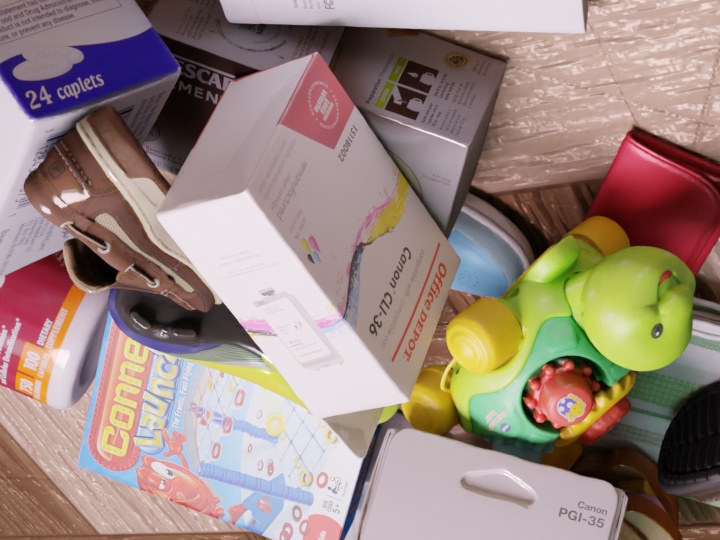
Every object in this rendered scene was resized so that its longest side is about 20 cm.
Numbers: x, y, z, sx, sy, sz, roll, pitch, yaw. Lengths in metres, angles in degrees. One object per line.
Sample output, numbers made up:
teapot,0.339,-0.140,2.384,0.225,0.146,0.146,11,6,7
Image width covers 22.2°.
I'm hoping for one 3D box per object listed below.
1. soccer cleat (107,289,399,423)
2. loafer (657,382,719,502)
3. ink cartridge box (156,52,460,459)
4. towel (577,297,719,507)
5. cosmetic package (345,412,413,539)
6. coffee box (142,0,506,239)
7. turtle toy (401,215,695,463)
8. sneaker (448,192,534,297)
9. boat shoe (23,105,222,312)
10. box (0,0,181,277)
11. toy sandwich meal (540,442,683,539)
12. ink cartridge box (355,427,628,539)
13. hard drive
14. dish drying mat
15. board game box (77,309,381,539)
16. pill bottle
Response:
soccer cleat,-0.066,0.044,1.181,0.200,0.065,0.084,22,173,-11
loafer,0.264,0.102,1.097,0.071,0.073,0.200,36,141,-27
ink cartridge box,-0.013,-0.003,1.008,0.067,0.117,0.200,-13,127,34
towel,0.223,0.087,1.183,0.149,0.031,0.200,16,145,1
cosmetic package,-0.044,0.142,1.369,0.199,0.074,0.102,13,140,13
coffee box,-0.029,-0.094,1.072,0.199,0.080,0.115,21,140,5
turtle toy,0.120,0.043,1.061,0.101,0.146,0.200,47,144,11
sneaker,0.000,0.000,1.127,0.199,0.131,0.080,20,141,5
boat shoe,-0.133,-0.021,1.023,0.075,0.075,0.202,52,176,28
box,-0.218,-0.126,1.053,0.200,0.105,0.184,55,144,13
toy sandwich meal,0.121,0.170,1.260,0.204,0.070,0.205,14,147,9
ink cartridge box,0.077,0.177,1.115,0.146,0.083,0.200,14,160,9
hard drive,0.015,-0.173,0.954,0.199,0.027,0.132,4,151,12
dish drying mat,0.166,-0.004,1.122,0.077,0.018,0.200,23,143,4
board game box,-0.080,0.075,1.259,0.195,0.056,0.201,19,117,7
pill bottle,-0.276,0.012,1.309,0.199,0.113,0.113,22,143,3
